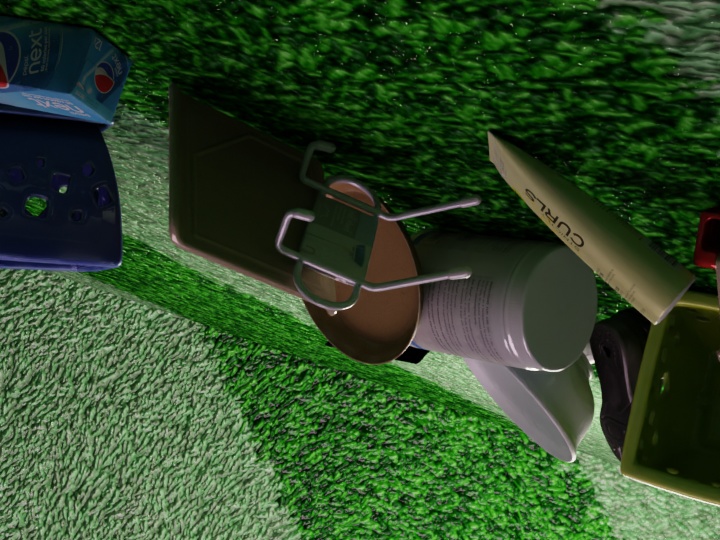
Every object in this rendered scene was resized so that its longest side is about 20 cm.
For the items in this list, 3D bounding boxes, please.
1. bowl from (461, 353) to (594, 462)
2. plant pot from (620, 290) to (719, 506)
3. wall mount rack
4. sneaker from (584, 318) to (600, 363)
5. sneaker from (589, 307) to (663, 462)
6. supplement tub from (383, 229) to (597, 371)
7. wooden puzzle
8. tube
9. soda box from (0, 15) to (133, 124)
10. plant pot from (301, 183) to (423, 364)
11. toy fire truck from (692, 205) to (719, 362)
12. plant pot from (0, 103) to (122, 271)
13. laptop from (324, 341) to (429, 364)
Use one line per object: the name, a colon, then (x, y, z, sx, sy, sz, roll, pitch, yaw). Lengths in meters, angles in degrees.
bowl: (0.203, 0.116, 1.511, 0.201, 0.090, 0.201, 48, 170, 11)
plant pot: (0.396, 0.144, 1.365, 0.197, 0.202, 0.181, 13, 175, 22)
wall mount rack: (0.016, -0.040, 1.217, 0.172, 0.201, 0.075, 21, 128, -6)
sneaker: (0.208, 0.061, 1.589, 0.198, 0.079, 0.099, 16, 166, 11)
sneaker: (0.325, 0.128, 1.498, 0.114, 0.201, 0.076, -26, -154, -28)
supplement tub: (0.132, 0.029, 1.381, 0.199, 0.133, 0.131, 9, 167, 46)
wooden puzzle: (-0.104, -0.062, 1.222, 0.199, 0.186, 0.037, 28, 130, -35)
tube: (0.178, -0.038, 1.066, 0.200, 0.052, 0.058, 42, 134, 12)
soda box: (-0.310, -0.188, 1.202, 0.198, 0.065, 0.068, 12, 169, 29)
plant pot: (0.000, 0.000, 1.396, 0.027, 0.202, 0.199, -20, -162, -39)
toy fire truck: (0.325, 0.044, 1.080, 0.048, 0.203, 0.140, 10, -164, 42)
plant pot: (-0.358, -0.095, 1.376, 0.198, 0.182, 0.200, 3, 177, -23)
laptop: (0.094, 0.093, 1.841, 0.186, 0.117, 0.199, 8, 166, 47)
